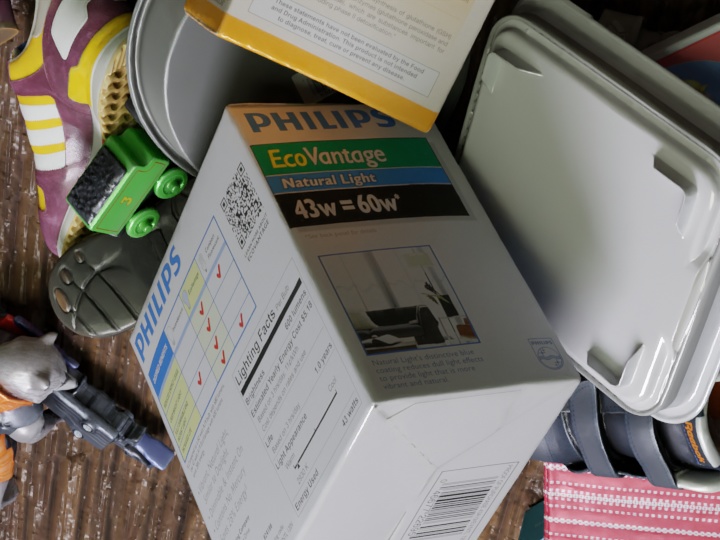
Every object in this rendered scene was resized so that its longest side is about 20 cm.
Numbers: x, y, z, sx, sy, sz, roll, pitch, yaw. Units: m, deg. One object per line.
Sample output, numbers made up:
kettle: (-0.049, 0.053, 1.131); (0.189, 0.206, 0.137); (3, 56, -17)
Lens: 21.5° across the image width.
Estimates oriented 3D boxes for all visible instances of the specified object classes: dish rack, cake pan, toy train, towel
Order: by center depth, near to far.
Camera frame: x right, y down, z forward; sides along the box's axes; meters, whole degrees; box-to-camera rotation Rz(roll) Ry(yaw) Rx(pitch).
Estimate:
dish rack: (0.113, -0.031, 0.970); (0.200, 0.043, 0.172); (41, 130, 37)
cake pan: (-0.026, -0.116, 1.032); (0.200, 0.037, 0.201); (-11, 128, -13)
toy train: (-0.097, -0.100, 1.073); (0.042, 0.056, 0.200); (47, 110, 30)
towel: (0.186, 0.176, 1.186); (0.144, 0.023, 0.200); (4, 127, 11)

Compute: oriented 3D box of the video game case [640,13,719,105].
video game case: (0.214, -0.039, 0.997); (0.143, 0.017, 0.200); (-24, 110, 32)

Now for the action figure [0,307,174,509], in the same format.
action figure: (-0.234, 0.108, 1.265); (0.200, 0.105, 0.194); (35, 136, -6)

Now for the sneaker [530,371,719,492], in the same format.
sneaker: (0.157, 0.075, 1.023); (0.200, 0.079, 0.079); (-15, 120, 24)

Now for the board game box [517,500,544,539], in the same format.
board game box: (0.224, 0.172, 1.215); (0.151, 0.047, 0.200); (44, 124, -16)

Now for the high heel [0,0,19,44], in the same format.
high heel: (-0.282, -0.159, 1.129); (0.200, 0.067, 0.096); (-18, 84, 42)

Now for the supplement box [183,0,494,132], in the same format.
supplement box: (0.015, -0.187, 0.934); (0.126, 0.074, 0.200); (23, 98, -24)

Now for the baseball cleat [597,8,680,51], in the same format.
baseball cleat: (0.183, -0.109, 1.018); (0.200, 0.070, 0.107); (-31, 98, 23)

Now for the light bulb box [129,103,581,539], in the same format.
light bulb box: (-0.013, 0.047, 1.006); (0.125, 0.200, 0.198); (-4, 140, -31)

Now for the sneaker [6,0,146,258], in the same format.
sneaker: (-0.168, -0.093, 1.132); (0.090, 0.075, 0.200); (42, 138, 19)

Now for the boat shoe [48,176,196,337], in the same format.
boat shoe: (-0.092, -0.021, 1.153); (0.199, 0.074, 0.076); (-20, 90, 6)
